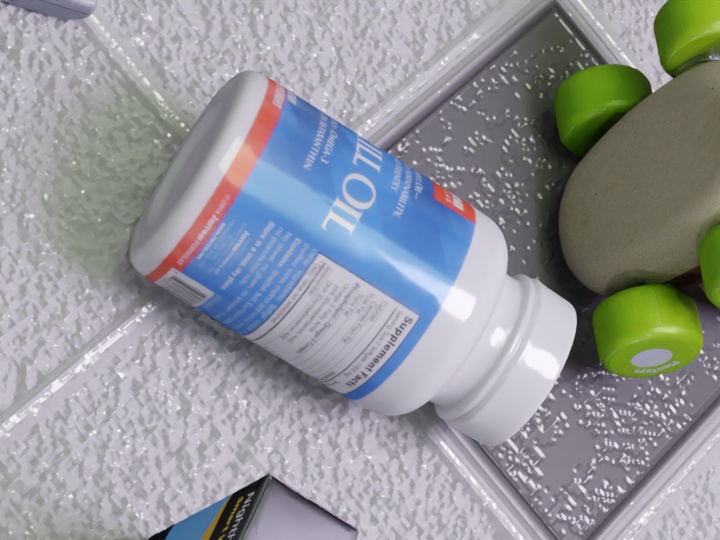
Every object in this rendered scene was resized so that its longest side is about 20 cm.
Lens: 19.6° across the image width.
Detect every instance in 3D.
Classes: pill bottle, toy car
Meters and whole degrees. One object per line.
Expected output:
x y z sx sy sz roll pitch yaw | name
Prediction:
0.000 0.000 0.997 0.200 0.112 0.112 31 62 -14 | pill bottle
0.221 -0.030 1.104 0.200 0.158 0.165 13 57 -34 | toy car

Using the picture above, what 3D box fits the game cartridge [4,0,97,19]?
-0.214 -0.210 1.010 0.200 0.040 0.134 16 70 -21 | game cartridge

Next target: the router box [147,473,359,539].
-0.086 0.194 0.867 0.051 0.149 0.200 32 61 -14 | router box
